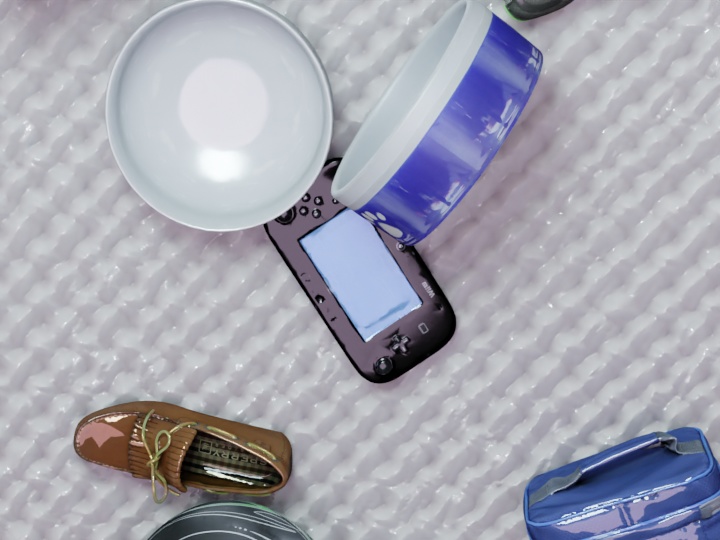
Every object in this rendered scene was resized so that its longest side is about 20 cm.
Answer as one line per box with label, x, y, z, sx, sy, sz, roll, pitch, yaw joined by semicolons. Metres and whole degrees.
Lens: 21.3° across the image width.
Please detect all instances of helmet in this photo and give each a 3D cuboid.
helmet;-0.111;0.304;1.718;0.190;0.200;0.201;-32;102;2

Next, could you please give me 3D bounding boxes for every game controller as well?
game controller;0.000;0.000;1.706;0.104;0.042;0.201;-31;102;10

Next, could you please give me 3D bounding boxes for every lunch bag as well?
lunch bag;0.247;0.220;1.707;0.198;0.136;0.133;-20;104;7

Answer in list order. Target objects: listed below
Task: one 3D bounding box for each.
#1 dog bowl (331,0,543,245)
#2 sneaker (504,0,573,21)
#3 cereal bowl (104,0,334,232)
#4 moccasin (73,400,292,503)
dog bowl;0.063;-0.123;1.588;0.079;0.200;0.201;34;104;-9
sneaker;0.204;-0.274;1.601;0.199;0.084;0.077;-29;102;9
cereal bowl;-0.118;-0.140;1.651;0.198;0.083;0.202;1;106;3
moccasin;-0.162;0.169;1.740;0.199;0.078;0.074;15;105;-2
